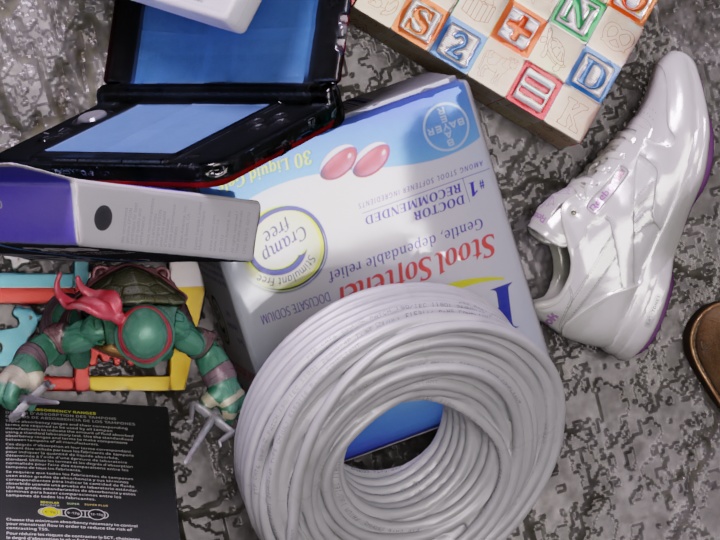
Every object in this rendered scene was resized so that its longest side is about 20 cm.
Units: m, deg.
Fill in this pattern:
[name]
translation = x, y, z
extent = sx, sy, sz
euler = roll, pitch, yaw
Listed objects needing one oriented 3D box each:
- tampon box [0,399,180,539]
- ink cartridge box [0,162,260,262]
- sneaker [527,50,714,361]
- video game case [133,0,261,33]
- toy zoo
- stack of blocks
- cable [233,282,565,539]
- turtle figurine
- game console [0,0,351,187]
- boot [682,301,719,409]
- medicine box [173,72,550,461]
[tampon box]
translation = -0.176, 0.191, 1.589
extent = 0.125, 0.200, 0.151
euler = 4, 120, -10
[ink cartridge box]
translation = -0.195, -0.032, 1.552
extent = 0.199, 0.197, 0.044
euler = 9, 84, -50
[sneaker]
translation = 0.165, -0.048, 1.735
extent = 0.099, 0.075, 0.201
euler = 17, 86, -9
[video game case]
translation = -0.093, -0.244, 1.649
extent = 0.023, 0.199, 0.183
euler = 32, 83, -41
[toy zoo]
translation = -0.178, 0.011, 1.705
extent = 0.198, 0.020, 0.132
euler = 1, 89, -9
[stack of blocks]
translation = 0.077, -0.178, 1.732
extent = 0.199, 0.059, 0.116
euler = 30, 84, -7
[cable]
translation = 0.023, 0.102, 1.603
extent = 0.199, 0.069, 0.201
euler = -16, 125, -15
[turtle figurine]
translation = -0.135, 0.045, 1.598
extent = 0.149, 0.200, 0.101
euler = 13, 95, -11
[game console]
translation = -0.113, -0.132, 1.621
extent = 0.172, 0.199, 0.120
euler = -31, 114, -44
[boot]
translation = 0.285, 0.107, 1.751
extent = 0.073, 0.075, 0.200
euler = -39, 96, -10
[medicine box]
translation = 0.000, 0.000, 1.680
extent = 0.181, 0.103, 0.201
euler = -20, 99, -11
